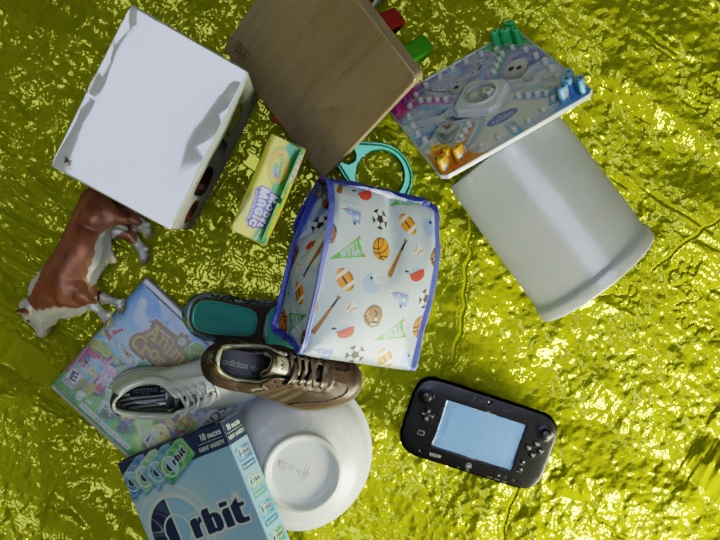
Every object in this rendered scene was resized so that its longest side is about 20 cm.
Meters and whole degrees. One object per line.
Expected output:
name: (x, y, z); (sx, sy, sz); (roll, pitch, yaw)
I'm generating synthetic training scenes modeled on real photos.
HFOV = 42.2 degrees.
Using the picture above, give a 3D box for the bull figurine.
bull figurine: (-0.335, -0.001, 1.138); (0.119, 0.065, 0.203); (24, 89, 2)

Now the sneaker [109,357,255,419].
sneaker: (-0.205, 0.149, 1.126); (0.195, 0.071, 0.075); (-10, 111, 0)

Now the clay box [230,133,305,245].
clay box: (-0.106, -0.092, 1.086); (0.047, 0.200, 0.117); (23, 90, -4)

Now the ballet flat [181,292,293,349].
ballet flat: (-0.130, 0.067, 1.153); (0.197, 0.074, 0.076); (20, 91, -28)

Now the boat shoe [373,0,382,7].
boat shoe: (0.006, -0.356, 1.146); (0.067, 0.072, 0.201); (39, 92, -5)

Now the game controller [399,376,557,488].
game controller: (0.151, 0.208, 1.196); (0.196, 0.042, 0.107); (18, 91, -4)

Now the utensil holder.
utensil holder: (0.226, -0.070, 1.127); (0.169, 0.170, 0.201); (-39, 92, -1)

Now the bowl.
bowl: (-0.074, 0.236, 1.148); (0.196, 0.090, 0.206); (-1, 96, -9)

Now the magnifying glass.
magnifying glass: (-0.022, -0.149, 1.179); (0.198, 0.022, 0.081); (31, 90, -4)

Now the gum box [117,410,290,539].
gum box: (-0.181, 0.293, 1.113); (0.168, 0.044, 0.204); (-24, 90, 26)

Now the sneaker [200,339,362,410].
sneaker: (-0.088, 0.123, 1.085); (0.195, 0.076, 0.072); (7, 78, -11)

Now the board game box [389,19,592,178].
board game box: (0.142, -0.211, 1.108); (0.197, 0.201, 0.026); (-29, 130, -1)

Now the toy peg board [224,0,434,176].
toy peg board: (-0.028, -0.257, 1.093); (0.200, 0.200, 0.098); (51, 44, 1)

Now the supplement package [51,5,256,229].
supplement package: (-0.226, -0.164, 1.075); (0.145, 0.200, 0.194); (28, 91, -4)

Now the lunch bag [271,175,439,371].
lunch bag: (0.000, 0.000, 1.116); (0.167, 0.123, 0.205); (9, 99, -30)

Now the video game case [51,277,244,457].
video game case: (-0.256, 0.145, 1.175); (0.200, 0.022, 0.183); (43, 89, -4)
